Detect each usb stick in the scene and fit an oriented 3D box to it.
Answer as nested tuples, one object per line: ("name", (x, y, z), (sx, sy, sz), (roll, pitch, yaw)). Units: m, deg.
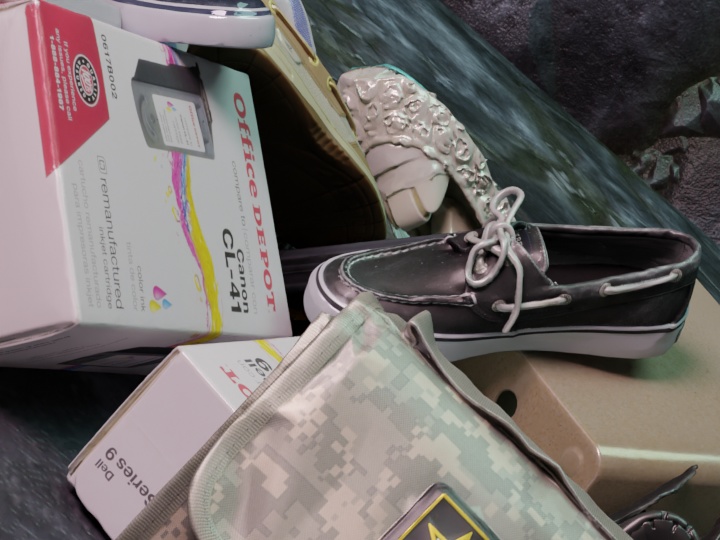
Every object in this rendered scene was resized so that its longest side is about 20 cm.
("usb stick", (0.000, 0.000, 1.091), (0.055, 0.198, 0.033), (29, 58, -65))

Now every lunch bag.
("lunch bag", (-0.005, 0.128, 0.633), (0.164, 0.200, 0.118), (44, 14, 4))

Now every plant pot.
("plant pot", (0.111, 0.110, 1.043), (0.176, 0.200, 0.200), (12, 32, -44))

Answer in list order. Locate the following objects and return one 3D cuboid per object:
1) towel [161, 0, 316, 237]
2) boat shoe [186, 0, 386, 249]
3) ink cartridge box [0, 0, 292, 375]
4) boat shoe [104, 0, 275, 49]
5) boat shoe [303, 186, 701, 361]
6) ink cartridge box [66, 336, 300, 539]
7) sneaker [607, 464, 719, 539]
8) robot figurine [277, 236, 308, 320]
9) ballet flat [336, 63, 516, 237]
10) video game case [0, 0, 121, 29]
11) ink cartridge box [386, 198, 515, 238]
("towel", (-0.069, -0.085, 1.107), (0.200, 0.024, 0.148), (-22, 103, -63))
("boat shoe", (-0.034, -0.081, 1.069), (0.201, 0.073, 0.067), (62, 26, -49))
("ink cartridge box", (-0.120, -0.032, 0.904), (0.200, 0.085, 0.149), (7, 71, -64))
("boat shoe", (-0.113, -0.172, 0.968), (0.070, 0.092, 0.199), (-6, 22, -45))
("boat shoe", (0.072, 0.002, 0.952), (0.197, 0.068, 0.074), (5, 41, -8))
("ink cartridge box", (-0.020, 0.109, 0.877), (0.145, 0.088, 0.200), (46, 17, 16))
("sneaker", (0.094, 0.161, 0.878), (0.060, 0.199, 0.104), (50, -7, 4))
("robot figurine", (-0.064, -0.038, 1.245), (0.200, 0.058, 0.145), (46, 15, 17))
("ballet flat", (0.050, -0.033, 1.136), (0.200, 0.072, 0.072), (50, 9, -28))
("video game case", (-0.233, -0.122, 0.866), (0.180, 0.023, 0.200), (0, -4, 22))
("ink cartridge box", (0.052, 0.011, 1.228), (0.173, 0.044, 0.201), (18, 38, -37))
